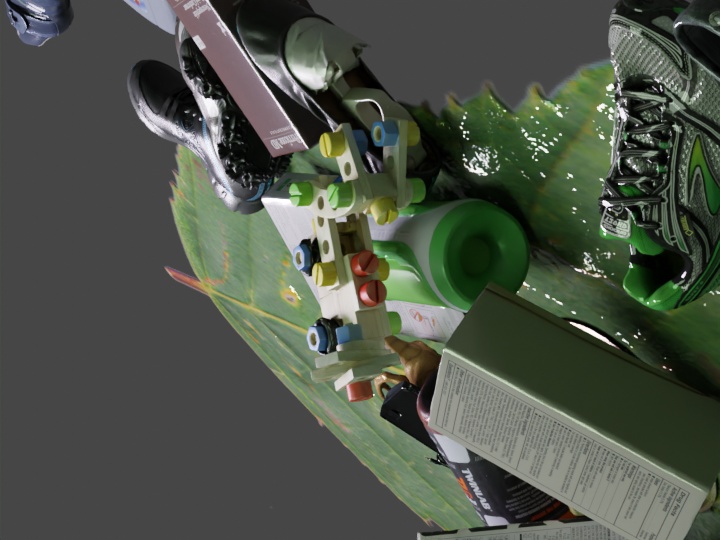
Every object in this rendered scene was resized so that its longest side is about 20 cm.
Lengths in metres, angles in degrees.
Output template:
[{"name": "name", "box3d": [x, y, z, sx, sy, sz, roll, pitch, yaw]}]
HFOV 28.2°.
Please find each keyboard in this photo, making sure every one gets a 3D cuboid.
[{"name": "keyboard", "box3d": [0.109, 0.162, 1.345, 0.199, 0.040, 0.104, 34, 146, -8]}]

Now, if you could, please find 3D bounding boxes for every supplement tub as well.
[{"name": "supplement tub", "box3d": [0.136, 0.168, 1.233, 0.201, 0.107, 0.107, 59, 162, -22]}]

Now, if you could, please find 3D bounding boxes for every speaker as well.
[{"name": "speaker", "box3d": [0.052, -0.014, 1.115, 0.089, 0.088, 0.200, 56, 162, -16]}]

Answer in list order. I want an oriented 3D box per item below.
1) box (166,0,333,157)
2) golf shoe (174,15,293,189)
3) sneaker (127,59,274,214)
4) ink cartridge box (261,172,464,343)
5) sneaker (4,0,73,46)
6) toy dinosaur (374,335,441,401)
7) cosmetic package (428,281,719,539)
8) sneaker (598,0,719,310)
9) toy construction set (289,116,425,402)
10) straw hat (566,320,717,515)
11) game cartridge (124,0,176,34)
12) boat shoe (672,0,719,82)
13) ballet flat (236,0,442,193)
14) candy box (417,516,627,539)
[{"name": "box", "box3d": [-0.086, -0.193, 1.141, 0.201, 0.075, 0.100, 54, 163, -12]}, {"name": "golf shoe", "box3d": [-0.117, -0.165, 1.316, 0.201, 0.077, 0.095, 73, 171, -47]}, {"name": "sneaker", "box3d": [-0.155, -0.152, 1.451, 0.200, 0.073, 0.082, 44, 146, 9]}, {"name": "ink cartridge box", "box3d": [0.017, -0.012, 1.324, 0.199, 0.050, 0.162, 6, 135, 43]}, {"name": "sneaker", "box3d": [-0.414, -0.355, 1.688, 0.202, 0.077, 0.147, 45, 160, 21]}, {"name": "toy dinosaur", "box3d": [0.048, 0.081, 1.326, 0.106, 0.061, 0.199, -7, 150, 44]}, {"name": "cosmetic package", "box3d": [0.152, 0.104, 0.990, 0.199, 0.073, 0.104, 28, 144, 15]}, {"name": "sneaker", "box3d": [0.161, -0.055, 0.734, 0.078, 0.085, 0.201, 34, 155, 46]}, {"name": "toy construction set", "box3d": [0.000, 0.000, 1.027, 0.131, 0.091, 0.202, -27, 57, 57]}, {"name": "straw hat", "box3d": [0.175, 0.141, 1.106, 0.201, 0.085, 0.201, 47, 163, 19]}, {"name": "game cartridge", "box3d": [-0.227, -0.309, 1.351, 0.200, 0.041, 0.134, 42, 157, 32]}, {"name": "boat shoe", "box3d": [0.217, -0.056, 0.605, 0.200, 0.068, 0.074, 48, 164, 14]}, {"name": "ballet flat", "box3d": [-0.008, -0.137, 1.073, 0.200, 0.068, 0.068, 45, 155, -12]}, {"name": "candy box", "box3d": [0.159, 0.248, 1.153, 0.198, 0.062, 0.136, -9, 152, 24]}]
